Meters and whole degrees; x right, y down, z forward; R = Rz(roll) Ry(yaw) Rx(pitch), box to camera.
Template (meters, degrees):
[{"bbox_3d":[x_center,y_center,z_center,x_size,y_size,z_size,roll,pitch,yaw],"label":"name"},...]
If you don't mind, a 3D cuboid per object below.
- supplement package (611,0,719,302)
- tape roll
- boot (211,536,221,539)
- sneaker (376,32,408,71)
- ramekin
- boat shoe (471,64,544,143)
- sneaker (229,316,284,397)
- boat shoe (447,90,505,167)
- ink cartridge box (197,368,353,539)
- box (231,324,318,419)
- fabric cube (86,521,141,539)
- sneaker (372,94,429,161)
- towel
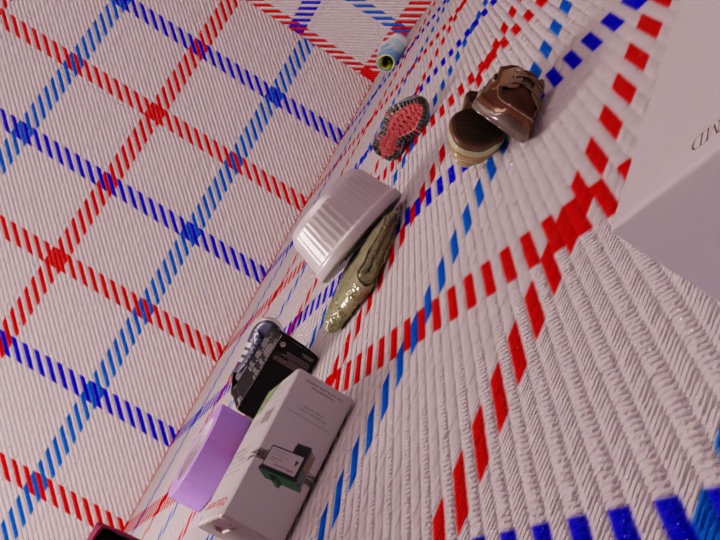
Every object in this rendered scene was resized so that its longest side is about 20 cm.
[{"bbox_3d":[0.209,-0.085,0.446,0.121,0.120,0.200,-45,16,54],"label":"supplement package"},{"bbox_3d":[-0.289,0.357,1.988,0.200,0.066,0.200,-56,10,14],"label":"tape roll"},{"bbox_3d":[-0.226,0.394,1.377,0.200,0.095,0.074,-58,8,2],"label":"boot"},{"bbox_3d":[0.084,-0.727,3.579,0.131,0.079,0.200,-61,8,-21],"label":"sneaker"},{"bbox_3d":[-0.029,-0.083,1.751,0.202,0.094,0.202,-48,-4,-4],"label":"ramekin"},{"bbox_3d":[0.178,-0.206,1.221,0.072,0.076,0.200,-54,11,17],"label":"boat shoe"},{"bbox_3d":[-0.216,0.188,2.144,0.085,0.075,0.200,-70,4,-59],"label":"sneaker"},{"bbox_3d":[0.145,-0.165,1.332,0.200,0.071,0.076,-59,-10,-62],"label":"boat shoe"},{"bbox_3d":[-0.105,0.236,1.267,0.200,0.084,0.146,-63,9,-24],"label":"ink cartridge box"},{"bbox_3d":[-0.147,0.177,1.749,0.141,0.079,0.200,-56,9,-4],"label":"box"},{"bbox_3d":[-0.256,0.412,1.160,0.200,0.196,0.199,-62,7,-18],"label":"fabric cube"},{"bbox_3d":[0.086,-0.307,2.092,0.096,0.079,0.200,-61,9,-30],"label":"sneaker"},{"bbox_3d":[0.000,0.000,1.655,0.148,0.036,0.200,-53,10,41],"label":"towel"}]
